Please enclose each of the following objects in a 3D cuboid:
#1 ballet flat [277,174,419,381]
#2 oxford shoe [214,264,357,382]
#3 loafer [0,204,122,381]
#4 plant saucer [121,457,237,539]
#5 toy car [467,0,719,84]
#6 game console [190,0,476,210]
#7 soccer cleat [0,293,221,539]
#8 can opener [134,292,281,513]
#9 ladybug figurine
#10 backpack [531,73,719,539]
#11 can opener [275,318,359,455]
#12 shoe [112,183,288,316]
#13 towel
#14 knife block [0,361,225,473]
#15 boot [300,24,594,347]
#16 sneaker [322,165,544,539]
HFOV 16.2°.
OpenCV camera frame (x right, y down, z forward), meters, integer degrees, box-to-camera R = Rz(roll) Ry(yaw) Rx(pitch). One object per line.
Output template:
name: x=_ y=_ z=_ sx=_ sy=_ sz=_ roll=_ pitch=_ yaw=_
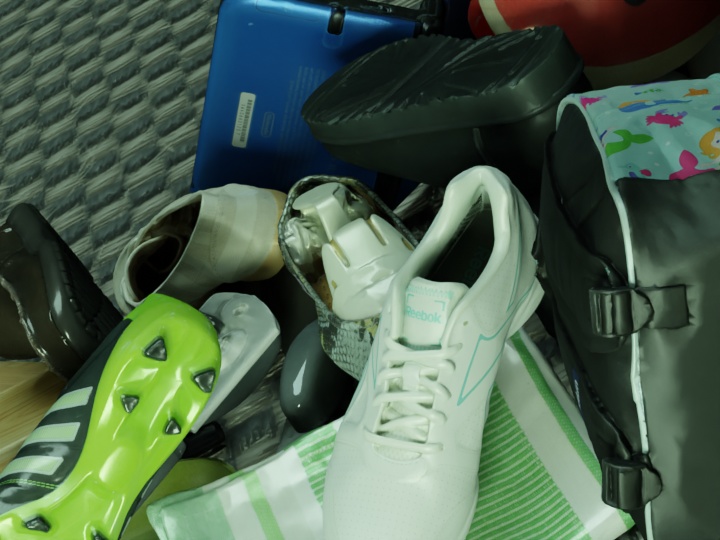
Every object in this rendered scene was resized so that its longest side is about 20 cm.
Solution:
ballet flat: x=0.000 y=0.000 z=1.226 sx=0.072 sy=0.072 sz=0.200 roll=-33 pitch=26 yaw=-3
oxford shoe: x=-0.016 y=0.012 z=1.385 sx=0.071 sy=0.072 sz=0.200 roll=-4 pitch=23 yaw=-25
loafer: x=-0.175 y=0.026 z=1.375 sx=0.071 sy=0.073 sz=0.200 roll=-41 pitch=19 yaw=-2
plant saucer: x=-0.132 y=0.169 z=1.242 sx=0.199 sy=0.031 sz=0.200 roll=-31 pitch=21 yaw=13
toy car: x=0.125 y=-0.116 z=1.349 sx=0.174 sy=0.150 sz=0.200 roll=-1 pitch=38 yaw=49
game console: x=0.003 y=-0.119 z=1.424 sx=0.169 sy=0.201 sz=0.119 roll=10 pitch=55 yaw=-3
soccer cleat: x=-0.136 y=0.098 z=1.199 sx=0.200 sy=0.067 sz=0.081 roll=-51 pitch=19 yaw=2
can opener: x=-0.107 y=0.095 z=1.270 sx=0.053 sy=0.067 sz=0.200 roll=26 pitch=69 yaw=39
ladybug figurine: x=0.132 y=-0.172 z=1.260 sx=0.200 sy=0.135 sz=0.072 roll=-57 pitch=-3 yaw=-36
backpack: x=0.146 y=0.007 z=1.066 sx=0.149 sy=0.179 sz=0.200 roll=-10 pitch=19 yaw=-7
can opener: x=-0.032 y=0.104 z=1.231 sx=0.052 sy=0.067 sz=0.201 roll=-22 pitch=31 yaw=24
shoe: x=-0.101 y=-0.012 z=1.408 sx=0.200 sy=0.053 sz=0.071 roll=-23 pitch=63 yaw=60
towel: x=0.014 y=0.111 z=1.143 sx=0.199 sy=0.023 sz=0.153 roll=-26 pitch=40 yaw=-6
knife block: x=-0.168 y=0.105 z=1.381 sx=0.175 sy=0.064 sz=0.200 roll=-1 pitch=38 yaw=50
boot: x=0.074 y=-0.035 z=1.241 sx=0.198 sy=0.163 sz=0.073 roll=-1 pitch=39 yaw=51
sneaker: x=0.026 y=0.045 z=1.105 sx=0.070 sy=0.080 sz=0.202 roll=13 pitch=70 yaw=17
